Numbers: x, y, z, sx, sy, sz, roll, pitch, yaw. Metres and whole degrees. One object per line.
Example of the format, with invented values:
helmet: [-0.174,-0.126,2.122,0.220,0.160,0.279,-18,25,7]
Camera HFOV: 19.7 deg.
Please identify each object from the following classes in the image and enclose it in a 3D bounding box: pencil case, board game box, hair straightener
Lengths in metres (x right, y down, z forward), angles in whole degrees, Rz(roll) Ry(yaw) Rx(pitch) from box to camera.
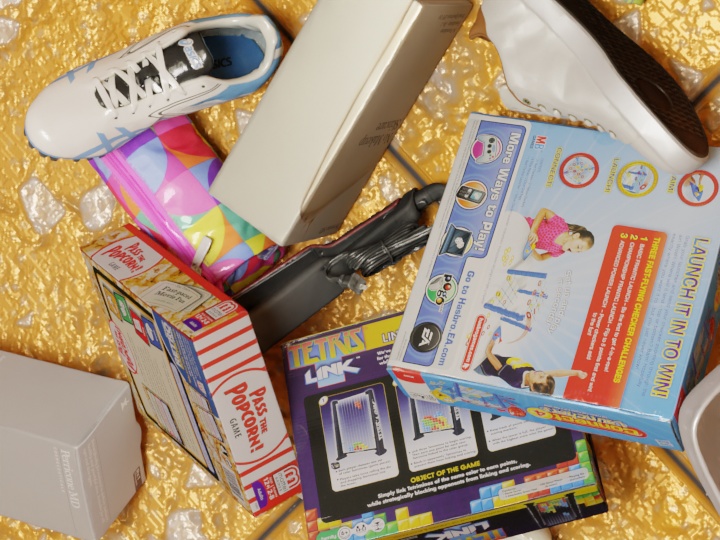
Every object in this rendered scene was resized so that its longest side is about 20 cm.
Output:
pencil case: [-0.138,-0.062,1.527,0.088,0.088,0.200,-43,77,22]
board game box: [0.141,0.004,1.376,0.196,0.056,0.200,10,67,22]
hair straightener: [0.000,0.000,1.458,0.200,0.077,0.041,-29,121,-4]
board game box: [0.054,0.107,1.416,0.200,0.057,0.166,-15,58,10]
board game box: [-0.122,0.067,1.468,0.200,0.046,0.152,33,145,54]

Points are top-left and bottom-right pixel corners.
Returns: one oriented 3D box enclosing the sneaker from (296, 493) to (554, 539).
sneaker: [0.037,0.178,1.477,0.200,0.093,0.070,24,106,19]

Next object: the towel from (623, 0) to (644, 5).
towel: [0.161,-0.294,1.402,0.143,0.023,0.200,21,105,19]

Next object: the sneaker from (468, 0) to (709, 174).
sneaker: [0.150,-0.119,1.383,0.200,0.073,0.085,50,120,27]

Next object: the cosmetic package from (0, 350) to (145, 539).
cosmetic package: [-0.273,0.126,1.593,0.200,0.090,0.107,13,131,25]

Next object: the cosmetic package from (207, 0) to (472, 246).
cosmetic package: [-0.014,-0.122,1.456,0.073,0.104,0.200,36,110,15]

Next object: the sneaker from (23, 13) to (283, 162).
sneaker: [-0.147,-0.137,1.471,0.200,0.072,0.072,-24,76,-20]

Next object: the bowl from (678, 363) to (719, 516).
bowl: [0.305,0.110,1.314,0.200,0.075,0.200,-36,104,-10]
